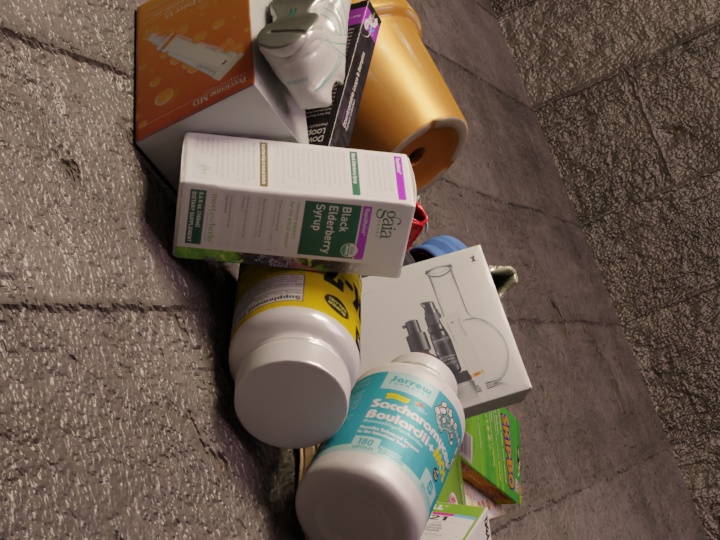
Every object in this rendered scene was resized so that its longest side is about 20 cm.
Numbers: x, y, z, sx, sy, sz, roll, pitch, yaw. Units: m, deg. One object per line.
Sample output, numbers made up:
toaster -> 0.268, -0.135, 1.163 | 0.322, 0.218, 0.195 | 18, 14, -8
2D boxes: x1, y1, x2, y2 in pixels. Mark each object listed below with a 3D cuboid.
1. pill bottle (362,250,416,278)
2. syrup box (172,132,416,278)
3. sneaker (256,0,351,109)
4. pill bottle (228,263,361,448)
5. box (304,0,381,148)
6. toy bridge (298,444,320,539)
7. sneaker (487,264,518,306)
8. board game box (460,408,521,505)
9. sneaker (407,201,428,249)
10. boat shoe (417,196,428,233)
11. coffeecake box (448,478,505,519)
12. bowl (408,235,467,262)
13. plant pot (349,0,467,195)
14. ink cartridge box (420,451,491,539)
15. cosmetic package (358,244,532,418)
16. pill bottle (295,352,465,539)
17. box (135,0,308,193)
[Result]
pill bottle -> 0.000, 0.000, 1.692 | 0.200, 0.106, 0.106 | 56, 19, -34
syrup box -> -0.057, -0.056, 1.410 | 0.082, 0.199, 0.079 | -93, -168, -52
sneaker -> -0.044, -0.206, 1.477 | 0.200, 0.070, 0.080 | -70, 143, -59
pill bottle -> -0.056, 0.054, 1.427 | 0.114, 0.114, 0.200 | 57, 19, -30
box -> -0.065, -0.158, 1.537 | 0.036, 0.142, 0.201 | 53, 40, -41
toy bridge -> -0.028, 0.220, 1.435 | 0.067, 0.027, 0.201 | 36, 35, -58
sneaker -> 0.095, 0.041, 1.649 | 0.200, 0.088, 0.077 | -49, 119, -46
board game box -> 0.124, 0.173, 1.686 | 0.200, 0.030, 0.096 | 39, 47, -55
sneaker -> 0.037, -0.003, 1.795 | 0.200, 0.115, 0.078 | 56, 19, -33
boat shoe -> 0.037, -0.075, 1.844 | 0.075, 0.062, 0.201 | -23, 127, -47
coffeecake box -> 0.067, 0.197, 1.689 | 0.154, 0.073, 0.200 | 69, 16, 11
bowl -> 0.094, 0.063, 1.835 | 0.200, 0.039, 0.202 | 169, -90, -68
plant pot -> 0.009, -0.173, 1.700 | 0.183, 0.200, 0.200 | 50, 9, 24
ink cartridge box -> 0.090, 0.269, 1.490 | 0.200, 0.075, 0.148 | -46, 133, -53
cosmetic package -> 0.043, 0.076, 1.562 | 0.052, 0.199, 0.151 | 104, -32, -69
pill bottle -> 0.025, 0.154, 1.419 | 0.111, 0.110, 0.200 | 60, 31, -21
box -> -0.128, -0.174, 1.494 | 0.098, 0.124, 0.200 | 51, 21, -41
